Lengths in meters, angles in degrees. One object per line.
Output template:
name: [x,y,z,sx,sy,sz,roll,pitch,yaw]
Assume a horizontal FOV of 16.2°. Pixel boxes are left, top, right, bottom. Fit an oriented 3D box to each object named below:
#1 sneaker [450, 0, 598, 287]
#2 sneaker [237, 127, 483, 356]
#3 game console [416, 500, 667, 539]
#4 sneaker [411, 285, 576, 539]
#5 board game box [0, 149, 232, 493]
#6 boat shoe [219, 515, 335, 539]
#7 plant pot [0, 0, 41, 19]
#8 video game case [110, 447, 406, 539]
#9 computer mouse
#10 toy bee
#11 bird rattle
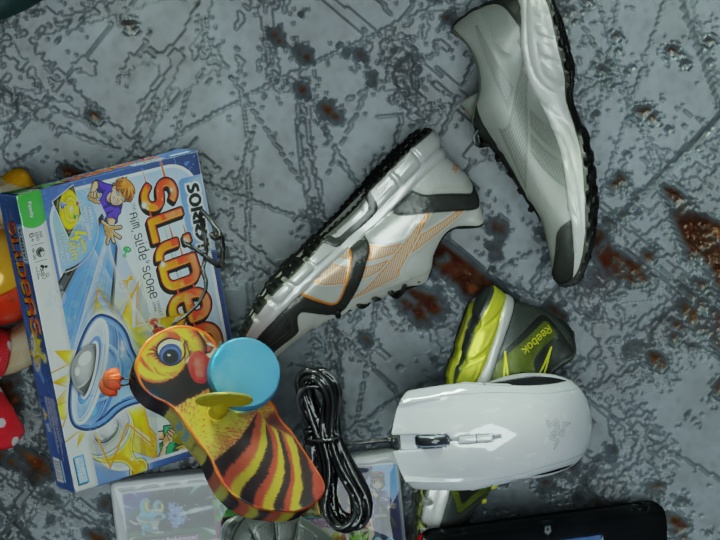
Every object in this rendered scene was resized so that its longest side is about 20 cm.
sneaker: [0.113,-0.086,1.690,0.079,0.074,0.202,-13,94,9]
sneaker: [0.000,0.000,1.693,0.200,0.074,0.080,-44,101,6]
game console: [0.124,0.253,1.725,0.199,0.031,0.178,-4,102,-28]
sneaker: [0.090,0.115,1.716,0.084,0.074,0.201,15,99,-5]
board game box: [-0.155,0.032,1.683,0.135,0.034,0.201,-16,102,-28]
boat shoe: [-0.008,0.228,1.721,0.201,0.065,0.075,34,78,-13]
plant pot: [-0.262,-0.248,1.594,0.199,0.161,0.202,-1,100,-3]
video game case: [-0.064,0.222,1.755,0.198,0.023,0.184,-6,100,0]
computer mouse: [0.059,0.107,1.658,0.199,0.044,0.111,-7,93,-10]
toy bee: [-0.109,0.080,1.637,0.108,0.131,0.201,-21,58,-17]
bird rattle: [-0.257,0.022,1.677,0.162,0.113,0.201,-30,103,-14]
